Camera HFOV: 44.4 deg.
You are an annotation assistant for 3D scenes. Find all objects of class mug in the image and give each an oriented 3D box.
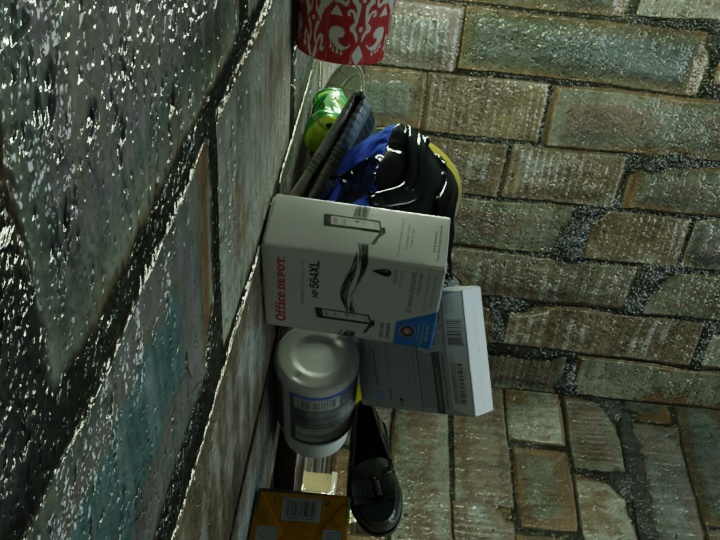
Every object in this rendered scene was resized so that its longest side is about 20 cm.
[{"bbox_3d":[-0.007,-0.358,1.025,0.178,0.133,0.200,-79,178,-59],"label":"mug"}]

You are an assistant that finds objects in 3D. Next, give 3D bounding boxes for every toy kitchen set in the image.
[{"bbox_3d":[-0.052,0.470,1.829,0.200,0.163,0.181,-83,178,-53],"label":"toy kitchen set"}]

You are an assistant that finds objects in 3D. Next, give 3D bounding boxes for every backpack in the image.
[{"bbox_3d":[0.026,-0.082,1.123,0.163,0.168,0.200,48,42,-31],"label":"backpack"}]

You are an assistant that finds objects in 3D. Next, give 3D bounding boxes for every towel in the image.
[{"bbox_3d":[-0.039,-0.141,1.229,0.200,0.034,0.193,-62,174,0],"label":"towel"}]

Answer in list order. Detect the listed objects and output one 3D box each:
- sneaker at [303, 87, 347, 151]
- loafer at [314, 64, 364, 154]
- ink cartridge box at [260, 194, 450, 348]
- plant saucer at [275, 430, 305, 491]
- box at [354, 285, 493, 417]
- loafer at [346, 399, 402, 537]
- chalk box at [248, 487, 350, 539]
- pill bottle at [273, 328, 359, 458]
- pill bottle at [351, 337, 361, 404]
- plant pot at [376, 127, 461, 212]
[{"bbox_3d":[-0.051,-0.226,1.310,0.084,0.074,0.200,65,12,-6],"label":"sneaker"},{"bbox_3d":[-0.044,-0.243,1.459,0.063,0.072,0.200,-156,-103,-74],"label":"loafer"},{"bbox_3d":[-0.007,0.003,1.000,0.146,0.200,0.084,94,5,-49],"label":"ink cartridge box"},{"bbox_3d":[-0.110,0.301,1.425,0.200,0.034,0.201,5,90,-89],"label":"plant saucer"},{"bbox_3d":[0.073,0.100,1.131,0.041,0.200,0.156,-9,94,-44],"label":"box"},{"bbox_3d":[0.011,0.255,1.163,0.200,0.072,0.063,-100,179,-55],"label":"loafer"},{"bbox_3d":[-0.080,0.389,1.152,0.200,0.125,0.124,92,3,-49],"label":"chalk box"},{"bbox_3d":[-0.061,0.173,1.225,0.200,0.114,0.114,95,2,-51],"label":"pill bottle"},{"bbox_3d":[0.001,0.117,1.311,0.109,0.109,0.200,-83,-167,-45],"label":"pill bottle"},{"bbox_3d":[0.044,-0.144,1.384,0.142,0.200,0.200,49,43,-58],"label":"plant pot"}]
